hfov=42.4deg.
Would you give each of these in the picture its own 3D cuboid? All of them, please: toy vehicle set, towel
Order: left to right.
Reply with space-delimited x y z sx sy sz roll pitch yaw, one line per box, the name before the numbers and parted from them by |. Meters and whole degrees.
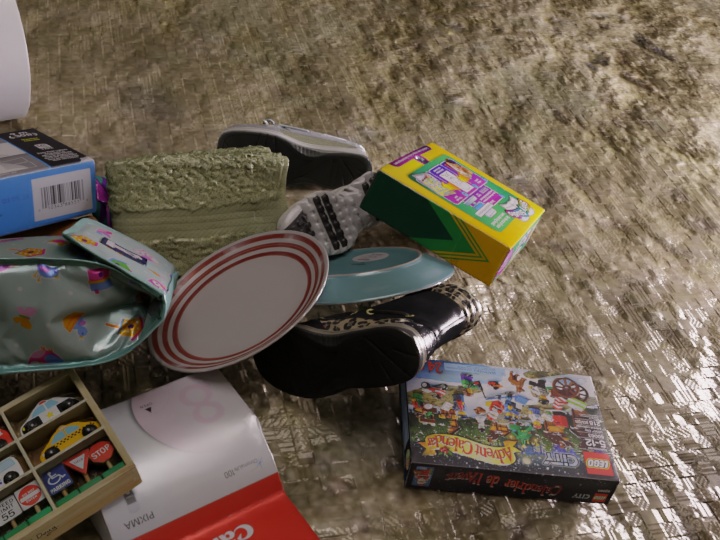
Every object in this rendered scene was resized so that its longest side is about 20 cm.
toy vehicle set | -0.291 0.175 0.743 0.200 0.027 0.124 -31 53 -21
towel | -0.174 -0.060 1.010 0.199 0.149 0.036 -5 13 -20

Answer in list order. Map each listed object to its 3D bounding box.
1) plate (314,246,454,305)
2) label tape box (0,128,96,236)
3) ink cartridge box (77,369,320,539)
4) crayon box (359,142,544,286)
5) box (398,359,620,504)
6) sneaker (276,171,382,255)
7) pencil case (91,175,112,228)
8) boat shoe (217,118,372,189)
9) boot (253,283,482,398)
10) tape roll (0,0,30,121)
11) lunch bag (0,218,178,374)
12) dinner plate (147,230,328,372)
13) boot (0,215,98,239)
plate | 0.000 0.000 0.993 0.199 0.026 0.200 -8 12 2
label tape box | -0.393 -0.103 0.979 0.144 0.063 0.200 -20 34 -41
ink cartridge box | -0.146 0.184 0.796 0.162 0.057 0.200 -19 44 -33
crayon box | 0.115 -0.073 1.104 0.172 0.058 0.200 33 25 10
box | 0.140 0.154 0.910 0.199 0.038 0.137 6 39 -7
sneaker | -0.040 -0.058 1.075 0.081 0.075 0.200 -14 8 33
pencil case | -0.206 -0.081 1.065 0.199 0.092 0.085 -11 76 -24
boat shoe | -0.085 -0.152 1.201 0.201 0.075 0.065 6 33 -14
boot | 0.008 0.066 0.927 0.203 0.074 0.154 -7 11 36
tape roll | -0.477 -0.285 1.154 0.071 0.203 0.203 -16 46 -30
lunch bag | -0.268 0.021 0.842 0.199 0.122 0.170 -7 10 -8
dinner plate | -0.120 0.032 0.927 0.200 0.024 0.200 -19 36 15
boot | -0.356 -0.019 0.960 0.155 0.077 0.200 -23 48 -37
